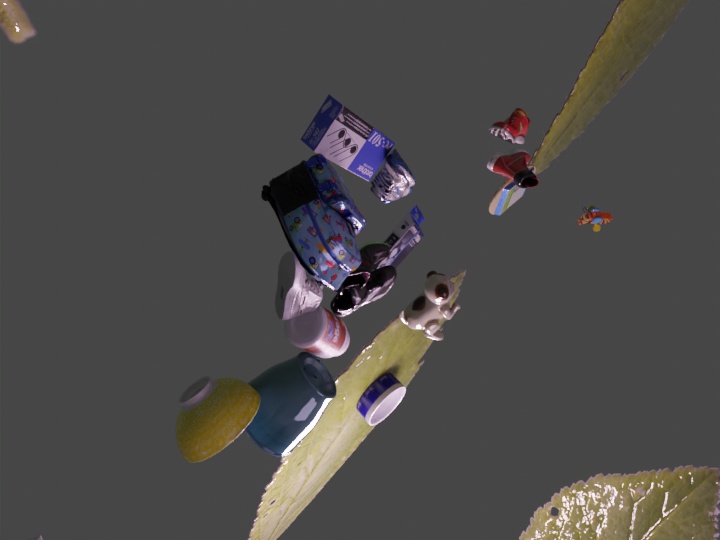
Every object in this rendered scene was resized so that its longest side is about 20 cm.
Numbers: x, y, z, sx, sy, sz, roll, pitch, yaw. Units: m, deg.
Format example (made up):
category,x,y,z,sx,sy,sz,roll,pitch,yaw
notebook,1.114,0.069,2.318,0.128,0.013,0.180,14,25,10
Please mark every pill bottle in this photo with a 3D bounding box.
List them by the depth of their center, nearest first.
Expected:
category,x,y,z,sx,sy,sz,roll,pitch,yaw
pill bottle,-0.098,0.152,1.279,0.112,0.112,0.200,-47,153,-1

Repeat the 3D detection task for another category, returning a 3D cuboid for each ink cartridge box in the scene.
category,x,y,z,sx,sy,sz,roll,pitch,yaw
ink cartridge box,-0.018,-0.242,0.968,0.095,0.044,0.199,-53,153,13
ink cartridge box,0.106,-0.073,1.369,0.201,0.039,0.099,-50,152,2

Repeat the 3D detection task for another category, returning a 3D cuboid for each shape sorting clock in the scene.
category,x,y,z,sx,sy,sz,roll,pitch,yaw
shape sorting clock,0.492,-0.263,1.682,0.199,0.039,0.201,-38,158,-18

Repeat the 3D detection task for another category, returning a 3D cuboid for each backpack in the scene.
category,x,y,z,sx,sy,sz,roll,pitch,yaw
backpack,-0.064,-0.076,0.923,0.133,0.202,0.183,-30,153,8

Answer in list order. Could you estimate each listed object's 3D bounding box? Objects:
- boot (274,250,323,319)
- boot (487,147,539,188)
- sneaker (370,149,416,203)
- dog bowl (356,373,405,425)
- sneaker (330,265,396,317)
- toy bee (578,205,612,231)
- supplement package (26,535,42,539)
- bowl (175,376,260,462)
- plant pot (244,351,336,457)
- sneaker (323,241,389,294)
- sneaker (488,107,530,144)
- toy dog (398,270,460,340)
category,x,y,z,sx,sy,sz,roll,pitch,yaw
boot,-0.124,0.026,1.113,0.094,0.074,0.201,-12,146,-28
boot,0.477,-0.292,1.513,0.198,0.144,0.073,-20,141,-44
sneaker,0.064,-0.184,1.097,0.085,0.078,0.200,-33,169,-1
dog bowl,0.081,0.502,2.016,0.199,0.079,0.202,-35,150,-24
sneaker,0.005,0.053,1.293,0.198,0.067,0.090,-32,171,6
toy bee,1.145,-0.267,2.576,0.109,0.198,0.133,-40,-153,56
supplement package,-0.689,0.660,0.974,0.148,0.200,0.190,-55,152,16
bowl,-0.325,0.295,1.111,0.199,0.199,0.109,-39,109,-18
plant pot,-0.165,0.305,1.242,0.188,0.201,0.199,-41,154,13
sneaker,0.000,0.000,1.257,0.199,0.084,0.077,-33,150,-26
sneaker,0.400,-0.389,1.370,0.199,0.076,0.086,-22,139,-58
toy dog,0.231,0.097,1.692,0.191,0.140,0.202,15,123,-19
